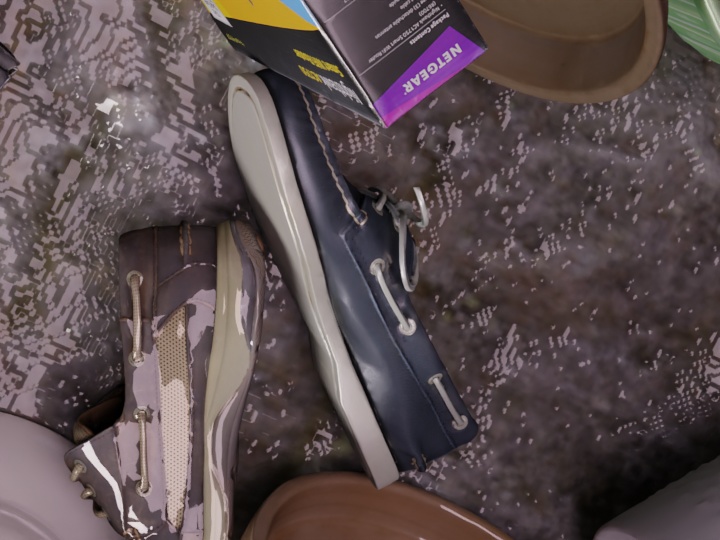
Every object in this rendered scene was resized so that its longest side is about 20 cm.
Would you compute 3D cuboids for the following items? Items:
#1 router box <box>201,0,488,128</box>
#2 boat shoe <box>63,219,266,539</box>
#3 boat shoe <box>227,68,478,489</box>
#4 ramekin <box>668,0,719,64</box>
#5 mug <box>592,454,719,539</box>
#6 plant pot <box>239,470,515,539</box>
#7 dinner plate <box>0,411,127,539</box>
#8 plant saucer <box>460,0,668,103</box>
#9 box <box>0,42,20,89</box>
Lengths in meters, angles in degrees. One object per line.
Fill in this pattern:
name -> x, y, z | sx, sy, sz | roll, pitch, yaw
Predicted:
router box -> -0.043, -0.139, 0.717 | 0.051, 0.200, 0.149 | -37, 111, -6
boat shoe -> -0.087, 0.074, 0.835 | 0.073, 0.075, 0.201 | 8, 97, -5
boat shoe -> 0.000, 0.000, 0.834 | 0.062, 0.075, 0.201 | -24, 111, -9
ramekin -> 0.210, -0.165, 0.845 | 0.199, 0.098, 0.201 | -4, 105, -16
mug -> 0.221, 0.156, 0.918 | 0.175, 0.148, 0.200 | -28, 140, -16
plant pot -> 0.021, 0.186, 0.832 | 0.200, 0.201, 0.093 | 24, 114, -21
dinner plate -> -0.182, 0.156, 0.845 | 0.199, 0.024, 0.201 | -4, 105, -15
plant saucer -> 0.037, -0.142, 0.749 | 0.200, 0.200, 0.029 | 46, 71, -22
box -> -0.256, -0.057, 0.733 | 0.164, 0.086, 0.200 | 41, 89, -22
